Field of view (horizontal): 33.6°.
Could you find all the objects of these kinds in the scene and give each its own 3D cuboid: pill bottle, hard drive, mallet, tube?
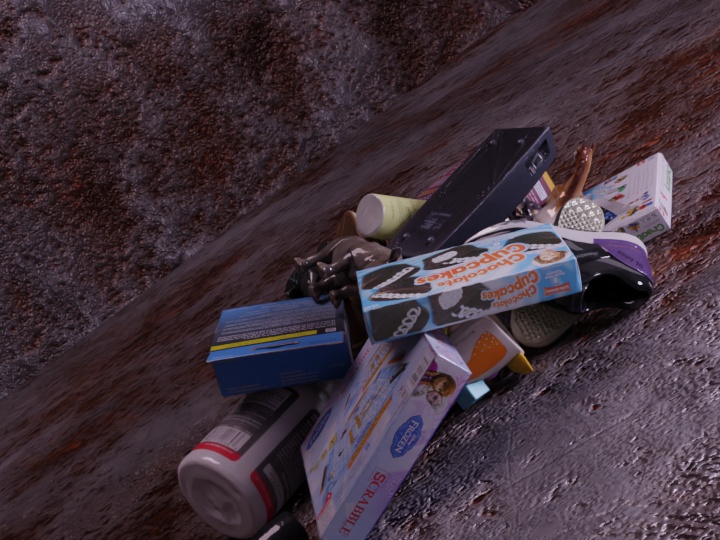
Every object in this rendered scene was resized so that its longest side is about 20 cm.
[{"bbox_3d":[-0.096,0.186,1.294,0.110,0.111,0.200,-20,18,46],"label":"pill bottle"},{"bbox_3d":[0.122,-0.075,1.302,0.200,0.042,0.135,-47,19,-12],"label":"hard drive"},{"bbox_3d":[-0.055,0.270,1.060,0.066,0.041,0.200,-37,17,-14],"label":"mallet"},{"bbox_3d":[0.085,-0.057,1.433,0.052,0.199,0.058,40,114,45],"label":"tube"}]

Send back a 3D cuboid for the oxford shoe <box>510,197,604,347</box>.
[{"bbox_3d":[0.215,0.009,1.288,0.058,0.075,0.200,101,-166,-55],"label":"oxford shoe"}]

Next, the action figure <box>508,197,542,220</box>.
[{"bbox_3d":[0.172,-0.053,1.562,0.199,0.102,0.119,-28,2,28],"label":"action figure"}]

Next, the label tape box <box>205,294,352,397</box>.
[{"bbox_3d":[-0.083,0.087,1.277,0.143,0.064,0.200,-9,13,1],"label":"label tape box"}]

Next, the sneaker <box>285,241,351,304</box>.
[{"bbox_3d":[-0.051,0.023,1.468,0.079,0.075,0.200,-42,3,10],"label":"sneaker"}]

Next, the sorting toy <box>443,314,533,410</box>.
[{"bbox_3d":[0.070,0.105,1.243,0.180,0.107,0.200,-42,17,6],"label":"sorting toy"}]

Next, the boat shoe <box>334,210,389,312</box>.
[{"bbox_3d":[0.023,-0.005,1.421,0.072,0.072,0.200,-64,23,19],"label":"boat shoe"}]

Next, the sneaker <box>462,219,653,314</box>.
[{"bbox_3d":[0.194,0.002,1.197,0.199,0.076,0.088,0,34,4],"label":"sneaker"}]

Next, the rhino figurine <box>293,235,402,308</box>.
[{"bbox_3d":[0.000,0.000,1.277,0.087,0.060,0.200,-24,14,-17],"label":"rhino figurine"}]

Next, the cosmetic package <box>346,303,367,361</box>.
[{"bbox_3d":[-0.039,0.106,1.478,0.200,0.104,0.087,-44,15,-35],"label":"cosmetic package"}]

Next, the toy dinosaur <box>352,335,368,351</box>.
[{"bbox_3d":[0.040,0.052,1.469,0.061,0.106,0.201,96,-165,-52],"label":"toy dinosaur"}]

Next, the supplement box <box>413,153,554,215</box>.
[{"bbox_3d":[0.170,-0.101,1.716,0.200,0.111,0.086,-38,13,-22],"label":"supplement box"}]

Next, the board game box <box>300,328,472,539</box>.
[{"bbox_3d":[0.017,0.137,1.137,0.201,0.041,0.200,-58,15,10],"label":"board game box"}]

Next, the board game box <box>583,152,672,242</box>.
[{"bbox_3d":[0.309,-0.069,1.425,0.126,0.035,0.200,-29,13,25],"label":"board game box"}]

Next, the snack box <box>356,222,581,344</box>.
[{"bbox_3d":[0.098,0.010,1.123,0.199,0.037,0.116,-14,19,1],"label":"snack box"}]

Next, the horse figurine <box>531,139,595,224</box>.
[{"bbox_3d":[0.218,-0.050,1.419,0.200,0.050,0.133,-56,2,-14],"label":"horse figurine"}]
